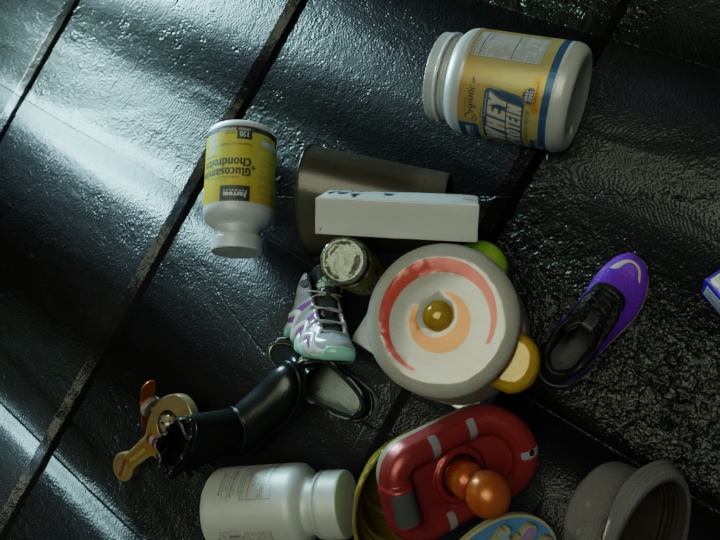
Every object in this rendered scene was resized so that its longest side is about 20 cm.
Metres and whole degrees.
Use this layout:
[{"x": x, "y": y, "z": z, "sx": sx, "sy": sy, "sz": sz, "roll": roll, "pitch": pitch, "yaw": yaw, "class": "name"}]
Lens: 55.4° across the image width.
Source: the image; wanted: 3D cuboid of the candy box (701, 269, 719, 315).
[{"x": 0.534, "y": 0.026, "z": 0.785, "sx": 0.200, "sy": 0.077, "sz": 0.169, "roll": -36, "pitch": 68, "yaw": 9, "class": "candy box"}]

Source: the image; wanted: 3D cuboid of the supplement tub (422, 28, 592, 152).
[{"x": 0.200, "y": -0.250, "z": 0.940, "sx": 0.199, "sy": 0.145, "sz": 0.145, "roll": 17, "pitch": 85, "yaw": 24, "class": "supplement tub"}]

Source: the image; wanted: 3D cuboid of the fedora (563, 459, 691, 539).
[{"x": 0.296, "y": 0.304, "z": 0.790, "sx": 0.090, "sy": 0.176, "sz": 0.201, "roll": 17, "pitch": 100, "yaw": 53, "class": "fedora"}]

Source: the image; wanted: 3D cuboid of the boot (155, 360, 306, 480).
[{"x": -0.182, "y": 0.207, "z": 0.951, "sx": 0.199, "sy": 0.162, "sz": 0.073, "roll": -52, "pitch": 57, "yaw": 25, "class": "boot"}]

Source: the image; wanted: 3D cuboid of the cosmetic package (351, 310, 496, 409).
[{"x": 0.103, "y": 0.104, "z": 0.934, "sx": 0.199, "sy": 0.081, "sz": 0.113, "roll": 29, "pitch": 87, "yaw": 25, "class": "cosmetic package"}]

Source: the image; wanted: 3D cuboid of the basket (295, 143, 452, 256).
[{"x": 0.025, "y": -0.088, "z": 0.975, "sx": 0.199, "sy": 0.181, "sz": 0.136, "roll": 7, "pitch": 48, "yaw": 13, "class": "basket"}]

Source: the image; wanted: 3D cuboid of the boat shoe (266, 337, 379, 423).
[{"x": -0.064, "y": 0.153, "z": 0.998, "sx": 0.199, "sy": 0.060, "sz": 0.076, "roll": 24, "pitch": 87, "yaw": 24, "class": "boat shoe"}]

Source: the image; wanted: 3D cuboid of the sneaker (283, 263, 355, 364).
[{"x": -0.051, "y": 0.045, "z": 0.953, "sx": 0.200, "sy": 0.077, "sz": 0.141, "roll": 19, "pitch": 97, "yaw": 64, "class": "sneaker"}]

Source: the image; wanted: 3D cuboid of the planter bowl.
[{"x": 0.062, "y": 0.281, "z": 0.885, "sx": 0.083, "sy": 0.200, "sz": 0.201, "roll": 18, "pitch": 83, "yaw": 62, "class": "planter bowl"}]

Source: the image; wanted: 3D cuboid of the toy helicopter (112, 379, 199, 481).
[{"x": -0.327, "y": 0.260, "z": 1.073, "sx": 0.200, "sy": 0.079, "sz": 0.133, "roll": -40, "pitch": 73, "yaw": 22, "class": "toy helicopter"}]

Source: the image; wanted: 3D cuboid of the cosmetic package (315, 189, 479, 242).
[{"x": 0.048, "y": -0.071, "z": 0.864, "sx": 0.199, "sy": 0.083, "sz": 0.051, "roll": 3, "pitch": 106, "yaw": 8, "class": "cosmetic package"}]

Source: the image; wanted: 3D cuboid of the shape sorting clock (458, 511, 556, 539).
[{"x": 0.156, "y": 0.376, "z": 0.802, "sx": 0.200, "sy": 0.200, "sz": 0.039, "roll": -56, "pitch": 31, "yaw": 2, "class": "shape sorting clock"}]

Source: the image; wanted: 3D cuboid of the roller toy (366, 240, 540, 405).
[{"x": 0.106, "y": 0.068, "z": 0.823, "sx": 0.182, "sy": 0.140, "sz": 0.201, "roll": -21, "pitch": 70, "yaw": 13, "class": "roller toy"}]

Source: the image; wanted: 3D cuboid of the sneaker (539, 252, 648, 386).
[{"x": 0.294, "y": 0.063, "z": 0.857, "sx": 0.069, "sy": 0.099, "sz": 0.201, "roll": 36, "pitch": 93, "yaw": 22, "class": "sneaker"}]

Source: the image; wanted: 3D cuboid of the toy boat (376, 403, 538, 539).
[{"x": 0.125, "y": 0.240, "z": 0.787, "sx": 0.199, "sy": 0.131, "sz": 0.131, "roll": -21, "pitch": 105, "yaw": -22, "class": "toy boat"}]

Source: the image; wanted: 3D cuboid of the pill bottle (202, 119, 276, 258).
[{"x": -0.190, "y": -0.125, "z": 1.082, "sx": 0.111, "sy": 0.112, "sz": 0.201, "roll": -5, "pitch": 76, "yaw": 20, "class": "pill bottle"}]

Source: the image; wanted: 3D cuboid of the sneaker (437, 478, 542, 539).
[{"x": 0.150, "y": 0.338, "z": 0.865, "sx": 0.200, "sy": 0.082, "sz": 0.070, "roll": -31, "pitch": 43, "yaw": -18, "class": "sneaker"}]

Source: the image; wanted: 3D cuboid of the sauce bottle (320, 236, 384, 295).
[{"x": 0.000, "y": 0.000, "z": 0.930, "sx": 0.064, "sy": 0.200, "sz": 0.065, "roll": -2, "pitch": 83, "yaw": 13, "class": "sauce bottle"}]

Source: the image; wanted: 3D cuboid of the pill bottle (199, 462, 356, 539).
[{"x": -0.109, "y": 0.326, "z": 0.948, "sx": 0.199, "sy": 0.114, "sz": 0.115, "roll": -9, "pitch": 75, "yaw": 19, "class": "pill bottle"}]
